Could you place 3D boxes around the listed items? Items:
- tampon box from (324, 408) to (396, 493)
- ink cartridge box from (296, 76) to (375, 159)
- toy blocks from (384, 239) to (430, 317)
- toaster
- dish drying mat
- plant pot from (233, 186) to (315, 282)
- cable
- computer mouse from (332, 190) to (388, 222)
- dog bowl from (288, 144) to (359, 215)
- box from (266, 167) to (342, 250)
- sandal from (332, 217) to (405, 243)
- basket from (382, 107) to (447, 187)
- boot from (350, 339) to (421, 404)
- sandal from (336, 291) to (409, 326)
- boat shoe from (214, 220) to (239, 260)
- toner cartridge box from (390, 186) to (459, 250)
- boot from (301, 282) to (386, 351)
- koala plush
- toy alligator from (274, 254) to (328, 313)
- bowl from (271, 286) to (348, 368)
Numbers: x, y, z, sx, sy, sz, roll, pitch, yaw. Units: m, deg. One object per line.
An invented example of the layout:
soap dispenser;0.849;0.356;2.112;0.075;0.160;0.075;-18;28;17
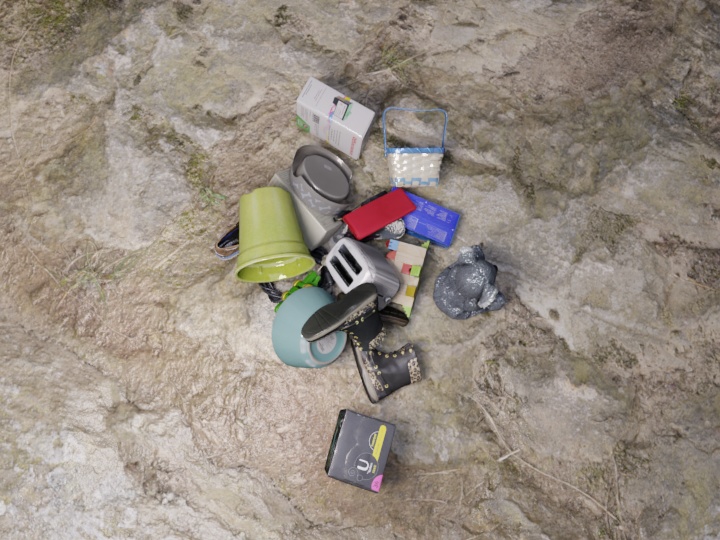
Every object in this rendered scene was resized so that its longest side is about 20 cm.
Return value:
tampon box;-0.004;0.415;1.490;0.123;0.200;0.154;17;76;-1
ink cartridge box;-0.068;-0.400;1.693;0.196;0.145;0.085;29;76;1
toy blocks;0.090;0.004;1.655;0.133;0.100;0.206;15;85;11
toaster;0.000;0.000;1.581;0.114;0.128;0.201;-47;55;16
dish drying mat;0.050;-0.146;1.642;0.197;0.018;0.077;-29;70;-29
plant pot;-0.218;-0.091;1.540;0.194;0.201;0.190;-9;76;-8
cable;-0.167;0.005;1.641;0.194;0.051;0.168;-8;79;-7
computer mouse;0.005;-0.160;1.667;0.197;0.058;0.035;-30;94;-34
dog bowl;-0.098;-0.229;1.647;0.197;0.059;0.203;27;39;-24
box;-0.150;-0.159;1.647;0.201;0.078;0.095;49;33;6
sandal;0.019;-0.107;1.665;0.194;0.048;0.078;-9;97;7
basket;0.139;-0.324;1.692;0.170;0.139;0.207;2;104;-6
boot;0.061;0.214;1.607;0.146;0.073;0.206;-17;83;-8
sandal;0.028;0.111;1.637;0.195;0.082;0.056;19;111;-12
boat shoe;-0.287;-0.099;1.640;0.199;0.072;0.073;-41;84;-13
toner cartridge box;0.159;-0.139;1.712;0.195;0.043;0.097;23;77;0
boot;-0.029;0.140;1.477;0.201;0.156;0.073;-33;41;-15
koala plush;0.280;0.032;1.606;0.180;0.200;0.181;-23;81;-10
toy alligator;-0.132;0.047;1.589;0.200;0.059;0.055;-46;125;-19
bowl;-0.105;0.150;1.534;0.197;0.104;0.207;-12;110;-36
